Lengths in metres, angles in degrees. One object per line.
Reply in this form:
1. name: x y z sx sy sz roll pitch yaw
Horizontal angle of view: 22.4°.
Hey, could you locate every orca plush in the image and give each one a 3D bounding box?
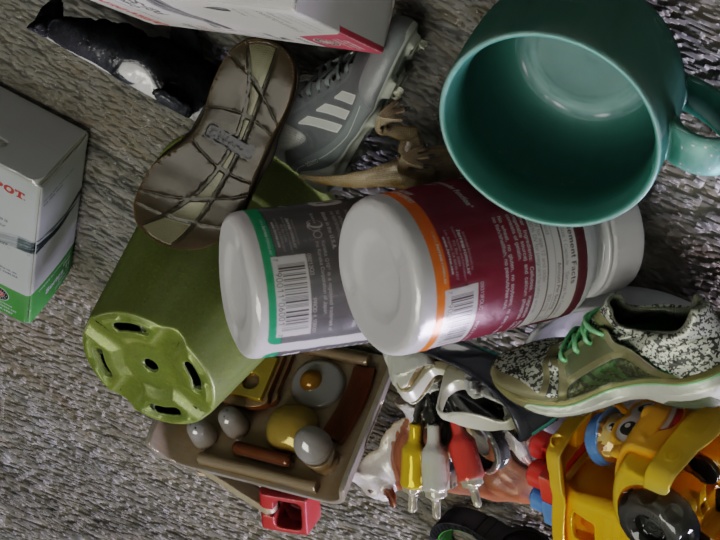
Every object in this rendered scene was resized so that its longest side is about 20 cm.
1. orca plush: -0.158 -0.176 1.445 0.200 0.071 0.105 30 -175 11

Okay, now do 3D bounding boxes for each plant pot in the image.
1. plant pot: -0.131 0.019 1.502 0.200 0.190 0.200 19 137 18

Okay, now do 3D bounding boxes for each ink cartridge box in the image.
1. ink cartridge box: -0.331 -0.067 1.629 0.146 0.083 0.200 28 141 7
2. ink cartridge box: -0.093 -0.214 1.272 0.200 0.146 0.083 10 90 26

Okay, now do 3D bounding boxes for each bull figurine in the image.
1. bull figurine: 0.075 0.155 1.595 0.200 0.065 0.122 2 125 26

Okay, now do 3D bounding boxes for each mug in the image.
1. mug: 0.154 -0.113 1.232 0.185 0.114 0.152 39 132 -8

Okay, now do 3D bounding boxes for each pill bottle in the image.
1. pill bottle: 0.096 -0.014 1.299 0.114 0.200 0.114 32 128 53
2. pill bottle: 0.000 0.000 1.386 0.199 0.113 0.113 -7 141 -17

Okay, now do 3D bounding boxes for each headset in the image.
1. headset: 0.157 0.283 1.683 0.200 0.094 0.124 31 147 28

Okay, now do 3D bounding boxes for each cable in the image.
1. cable: 0.062 0.104 1.507 0.097 0.050 0.201 -10 98 31

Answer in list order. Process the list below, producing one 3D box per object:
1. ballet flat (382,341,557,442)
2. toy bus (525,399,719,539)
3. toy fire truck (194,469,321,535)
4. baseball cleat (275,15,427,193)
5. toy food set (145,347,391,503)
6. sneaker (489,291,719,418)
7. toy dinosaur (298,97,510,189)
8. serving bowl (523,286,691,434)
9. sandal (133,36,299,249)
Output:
1. ballet flat: 0.068 0.081 1.437 0.200 0.073 0.073 25 142 32
2. toy bus: 0.202 0.161 1.385 0.192 0.136 0.200 26 140 34
3. toy fire truck: -0.110 0.150 1.654 0.200 0.141 0.049 17 137 19
4. baseball cleat: -0.026 -0.134 1.373 0.106 0.070 0.200 32 139 1
5. toy food set: -0.074 0.111 1.582 0.200 0.144 0.060 11 155 25
6. sneaker: 0.181 0.049 1.317 0.200 0.077 0.089 -7 125 28
7. toy dinosaur: 0.043 -0.077 1.329 0.199 0.058 0.101 -7 154 10
8. serving bowl: 0.228 0.084 1.425 0.200 0.066 0.200 19 138 18
9. sandal: -0.104 -0.098 1.394 0.082 0.055 0.200 31 117 3
